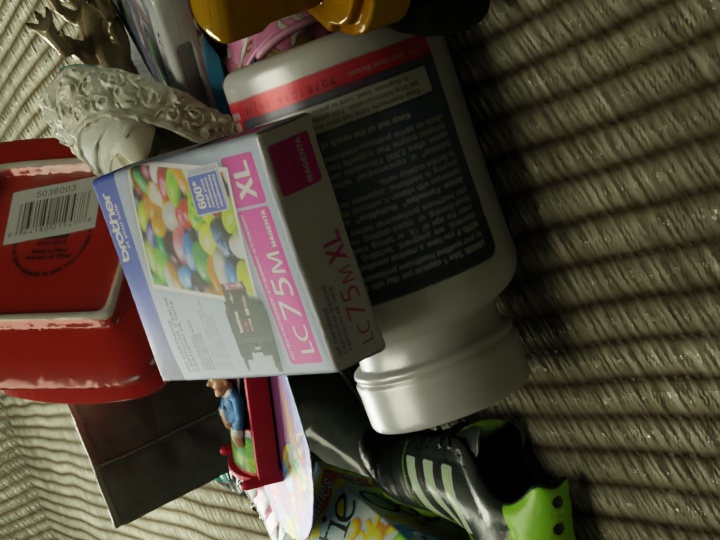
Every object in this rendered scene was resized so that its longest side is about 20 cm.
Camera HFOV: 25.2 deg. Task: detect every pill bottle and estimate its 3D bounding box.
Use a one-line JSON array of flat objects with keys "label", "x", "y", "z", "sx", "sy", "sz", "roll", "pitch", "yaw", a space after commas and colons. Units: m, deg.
[{"label": "pill bottle", "x": 0.015, "y": -0.025, "z": 0.837, "sx": 0.119, "sy": 0.118, "sz": 0.202, "roll": -2, "pitch": 109, "yaw": 68}]

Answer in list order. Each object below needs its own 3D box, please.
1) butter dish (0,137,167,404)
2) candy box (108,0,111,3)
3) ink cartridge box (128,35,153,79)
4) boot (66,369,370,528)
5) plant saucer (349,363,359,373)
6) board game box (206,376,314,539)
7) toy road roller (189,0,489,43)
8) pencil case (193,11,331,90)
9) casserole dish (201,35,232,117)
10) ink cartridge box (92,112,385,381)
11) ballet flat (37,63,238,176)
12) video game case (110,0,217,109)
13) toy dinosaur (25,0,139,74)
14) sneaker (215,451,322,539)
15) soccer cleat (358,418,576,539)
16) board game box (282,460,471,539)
[{"label": "butter dish", "x": -0.178, "y": 0.019, "z": 1.087, "sx": 0.148, "sy": 0.197, "sz": 0.202, "roll": 60, "pitch": -146, "yaw": -50}, {"label": "candy box", "x": -0.203, "y": -0.303, "z": 1.173, "sx": 0.200, "sy": 0.076, "sz": 0.171, "roll": 38, "pitch": 144, "yaw": 51}, {"label": "ink cartridge box", "x": -0.155, "y": -0.107, "z": 1.217, "sx": 0.201, "sy": 0.067, "sz": 0.117, "roll": -112, "pitch": 12, "yaw": -60}, {"label": "boot", "x": -0.083, "y": 0.126, "z": 1.119, "sx": 0.183, "sy": 0.198, "sz": 0.073, "roll": 56, "pitch": 156, "yaw": 29}, {"label": "plant saucer", "x": 0.000, "y": 0.000, "z": 1.022, "sx": 0.201, "sy": 0.036, "sz": 0.202, "roll": 50, "pitch": 153, "yaw": 38}, {"label": "board game box", "x": -0.080, "y": 0.078, "z": 1.019, "sx": 0.158, "sy": 0.038, "sz": 0.202, "roll": 116, "pitch": 138, "yaw": -65}, {"label": "toy road roller", "x": -0.034, "y": -0.188, "z": 0.762, "sx": 0.200, "sy": 0.145, "sz": 0.124, "roll": 47, "pitch": 151, "yaw": 43}, {"label": "pencil case", "x": -0.071, "y": -0.174, "z": 0.956, "sx": 0.201, "sy": 0.086, "sz": 0.083, "roll": 58, "pitch": 164, "yaw": 34}, {"label": "casserole dish", "x": -0.074, "y": -0.078, "z": 1.062, "sx": 0.122, "sy": 0.038, "sz": 0.201, "roll": 97, "pitch": 164, "yaw": -46}, {"label": "ink cartridge box", "x": -0.075, "y": -0.005, "z": 0.831, "sx": 0.199, "sy": 0.042, "sz": 0.121, "roll": -7, "pitch": 104, "yaw": 55}, {"label": "ballet flat", "x": -0.099, "y": -0.062, "z": 0.930, "sx": 0.072, "sy": 0.198, "sz": 0.073, "roll": 19, "pitch": -90, "yaw": -90}, {"label": "video game case", "x": -0.141, "y": -0.183, "z": 0.979, "sx": 0.201, "sy": 0.023, "sz": 0.182, "roll": 60, "pitch": 170, "yaw": 27}, {"label": "toy dinosaur", "x": -0.166, "y": -0.146, "z": 1.043, "sx": 0.101, "sy": 0.058, "sz": 0.201, "roll": 51, "pitch": -169, "yaw": -51}, {"label": "sneaker", "x": -0.064, "y": 0.179, "z": 1.284, "sx": 0.120, "sy": 0.083, "sz": 0.203, "roll": -18, "pitch": 86, "yaw": 65}, {"label": "soccer cleat", "x": 0.064, "y": 0.118, "z": 0.955, "sx": 0.199, "sy": 0.067, "sz": 0.082, "roll": 30, "pitch": 123, "yaw": 55}, {"label": "board game box", "x": 0.034, "y": 0.211, "z": 0.994, "sx": 0.200, "sy": 0.104, "sz": 0.104, "roll": 29, "pitch": 96, "yaw": 59}]
